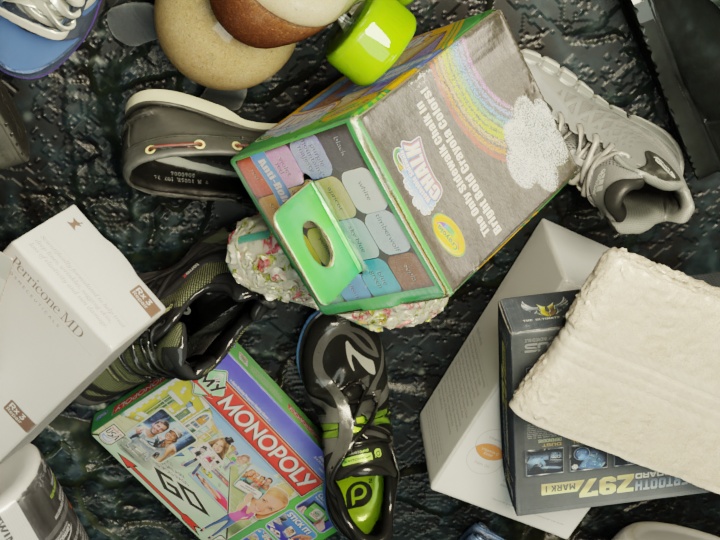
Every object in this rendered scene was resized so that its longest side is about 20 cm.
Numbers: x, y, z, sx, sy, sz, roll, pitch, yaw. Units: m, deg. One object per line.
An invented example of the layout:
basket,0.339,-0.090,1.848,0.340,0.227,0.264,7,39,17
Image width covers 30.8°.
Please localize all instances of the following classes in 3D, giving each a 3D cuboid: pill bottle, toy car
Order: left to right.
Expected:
pill bottle,-0.263,0.242,1.047,0.106,0.106,0.200,-17,118,6
toy car,-0.074,-0.177,0.834,0.164,0.158,0.200,37,140,-17

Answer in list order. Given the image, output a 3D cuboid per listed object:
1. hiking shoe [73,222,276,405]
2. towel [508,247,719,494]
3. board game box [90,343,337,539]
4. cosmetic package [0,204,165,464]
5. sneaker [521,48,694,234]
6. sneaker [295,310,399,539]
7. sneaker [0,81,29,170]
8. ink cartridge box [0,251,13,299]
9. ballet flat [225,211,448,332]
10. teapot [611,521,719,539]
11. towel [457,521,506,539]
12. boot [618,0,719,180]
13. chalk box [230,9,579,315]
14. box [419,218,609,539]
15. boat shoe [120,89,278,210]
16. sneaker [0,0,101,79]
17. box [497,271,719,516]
hiking shoe,-0.146,0.045,0.946,0.200,0.101,0.076,-35,116,15
towel,0.212,0.070,0.851,0.200,0.034,0.133,22,113,-16
board game box,-0.099,0.154,1.052,0.134,0.029,0.200,-33,116,15
cosmetic package,-0.238,0.056,0.921,0.102,0.074,0.200,47,126,-1
sneaker,0.144,-0.084,0.883,0.200,0.116,0.075,19,116,-14
sneaker,0.000,0.120,0.994,0.071,0.083,0.200,-12,107,-16
sneaker,-0.294,-0.113,0.872,0.104,0.060,0.200,-18,125,3
ink cartridge box,-0.312,0.022,0.857,0.162,0.057,0.200,28,118,-1
ballet flat,0.000,0.000,0.909,0.200,0.076,0.064,8,162,-38
teapot,0.270,0.303,1.057,0.200,0.197,0.146,15,100,-12
towel,0.147,0.302,1.137,0.200,0.049,0.112,28,114,-18
boot,0.271,-0.161,0.872,0.162,0.073,0.198,-25,125,13
chalk box,0.016,-0.054,0.812,0.124,0.200,0.125,-10,114,50
box,0.147,0.084,0.987,0.124,0.098,0.200,23,116,-15
boat shoe,-0.064,-0.068,0.893,0.201,0.063,0.074,10,150,-18
sneaker,-0.190,-0.186,0.789,0.080,0.147,0.200,24,115,-16
box,0.198,0.085,0.905,0.200,0.051,0.158,-7,119,-1
